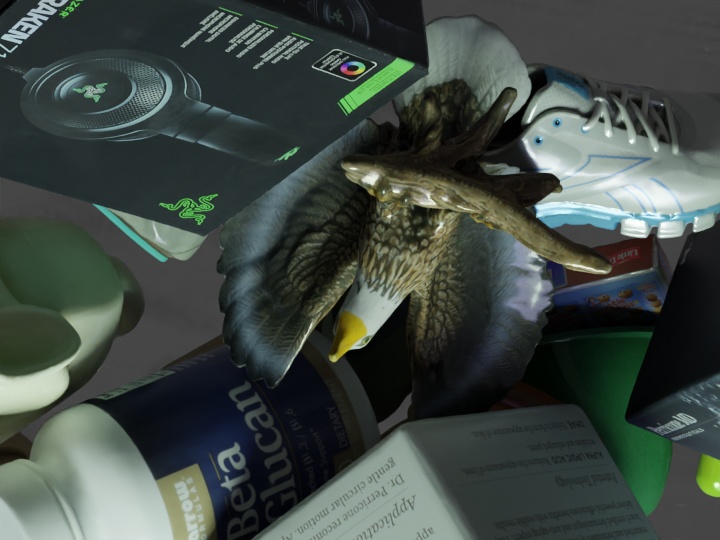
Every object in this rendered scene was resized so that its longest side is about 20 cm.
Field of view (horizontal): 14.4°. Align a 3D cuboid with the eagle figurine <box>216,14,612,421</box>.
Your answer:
[{"bbox_3d":[0.019,-0.010,1.351,0.150,0.152,0.200,-25,167,-17],"label":"eagle figurine"}]

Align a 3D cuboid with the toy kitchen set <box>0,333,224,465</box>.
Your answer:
[{"bbox_3d":[-0.124,0.080,1.607,0.199,0.180,0.164,-29,131,-28],"label":"toy kitchen set"}]

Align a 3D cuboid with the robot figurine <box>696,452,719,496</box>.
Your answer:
[{"bbox_3d":[0.274,0.104,1.651,0.175,0.116,0.200,19,155,51],"label":"robot figurine"}]

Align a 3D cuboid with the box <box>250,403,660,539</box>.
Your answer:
[{"bbox_3d":[0.029,0.176,1.427,0.199,0.131,0.200,-38,163,24],"label":"box"}]

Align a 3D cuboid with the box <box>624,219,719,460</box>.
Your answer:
[{"bbox_3d":[0.264,0.051,1.460,0.199,0.118,0.197,23,167,-5],"label":"box"}]

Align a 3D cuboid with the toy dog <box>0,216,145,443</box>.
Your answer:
[{"bbox_3d":[-0.223,0.052,1.460,0.200,0.140,0.194,-47,162,30],"label":"toy dog"}]

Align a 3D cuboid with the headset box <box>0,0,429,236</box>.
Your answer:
[{"bbox_3d":[-0.091,-0.108,1.246,0.199,0.093,0.174,17,145,-36],"label":"headset box"}]

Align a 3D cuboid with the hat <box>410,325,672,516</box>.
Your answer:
[{"bbox_3d":[0.136,0.138,1.620,0.199,0.177,0.165,1,161,-35],"label":"hat"}]

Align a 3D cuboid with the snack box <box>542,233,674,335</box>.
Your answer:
[{"bbox_3d":[0.077,0.026,1.594,0.199,0.024,0.072,-13,150,13],"label":"snack box"}]

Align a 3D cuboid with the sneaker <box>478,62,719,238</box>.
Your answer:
[{"bbox_3d":[0.112,-0.065,1.390,0.199,0.075,0.087,-7,142,-3],"label":"sneaker"}]

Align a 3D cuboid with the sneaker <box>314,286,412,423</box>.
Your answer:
[{"bbox_3d":[0.000,0.000,1.498,0.090,0.067,0.201,-34,139,-25],"label":"sneaker"}]

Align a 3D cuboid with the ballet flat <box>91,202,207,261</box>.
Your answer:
[{"bbox_3d":[-0.131,-0.066,1.364,0.064,0.067,0.200,-45,141,10],"label":"ballet flat"}]

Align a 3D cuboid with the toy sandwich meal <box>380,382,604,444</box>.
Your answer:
[{"bbox_3d":[0.062,0.160,1.558,0.204,0.206,0.070,-17,177,19],"label":"toy sandwich meal"}]

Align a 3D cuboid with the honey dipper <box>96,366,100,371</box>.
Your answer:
[{"bbox_3d":[-0.239,0.034,1.537,0.199,0.038,0.038,1,151,-9],"label":"honey dipper"}]

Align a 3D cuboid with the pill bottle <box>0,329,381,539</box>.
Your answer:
[{"bbox_3d":[-0.097,0.108,1.436,0.199,0.111,0.111,-22,161,-31],"label":"pill bottle"}]
